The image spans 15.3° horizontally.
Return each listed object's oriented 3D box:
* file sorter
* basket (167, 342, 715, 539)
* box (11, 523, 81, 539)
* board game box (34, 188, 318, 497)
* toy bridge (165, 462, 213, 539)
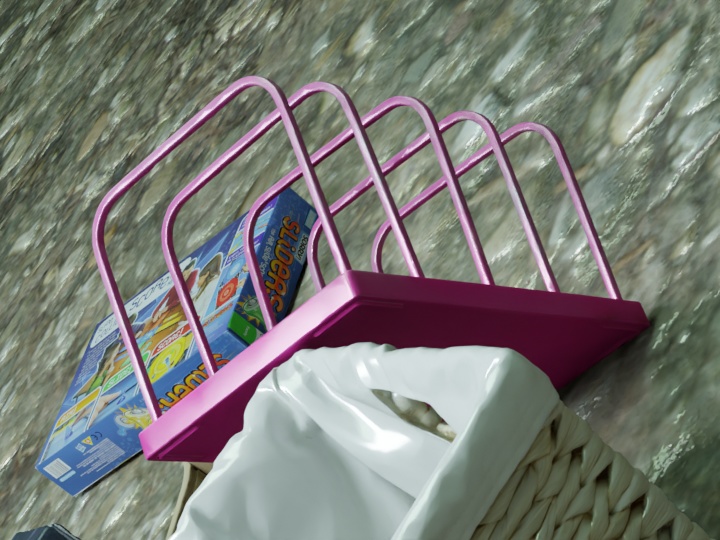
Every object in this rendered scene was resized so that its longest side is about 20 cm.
[{"bbox_3d":[0.000,0.000,1.197,0.139,0.199,0.126,-37,62,34],"label":"file sorter"},{"bbox_3d":[0.018,0.149,1.004,0.201,0.161,0.198,-58,21,-16],"label":"basket"},{"bbox_3d":[-0.175,0.236,1.317,0.201,0.107,0.148,-56,7,-14],"label":"box"},{"bbox_3d":[-0.114,0.044,1.664,0.200,0.034,0.136,-35,25,39],"label":"board game box"},{"bbox_3d":[-0.076,0.143,1.421,0.067,0.027,0.200,-51,20,10],"label":"toy bridge"}]
